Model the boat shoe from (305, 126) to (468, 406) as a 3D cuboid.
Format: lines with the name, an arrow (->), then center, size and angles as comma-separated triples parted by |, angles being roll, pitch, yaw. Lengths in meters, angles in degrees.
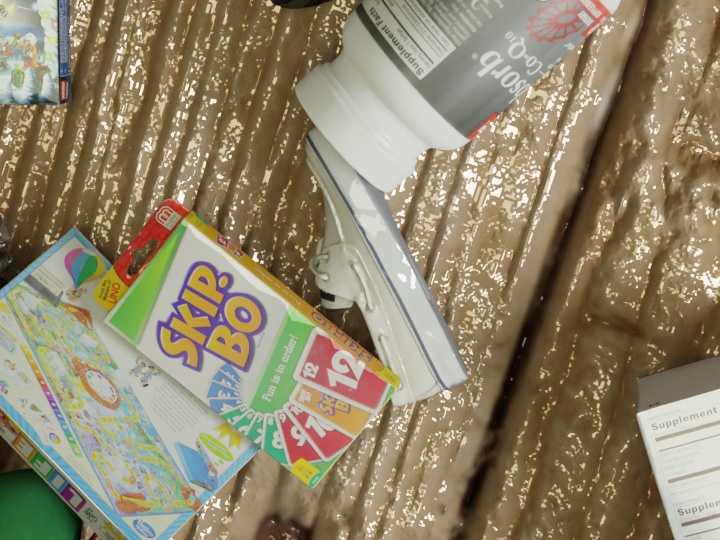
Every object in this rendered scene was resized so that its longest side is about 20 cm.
boat shoe -> 0.000, 0.000, 1.499 | 0.070, 0.071, 0.200 | -26, 102, 6

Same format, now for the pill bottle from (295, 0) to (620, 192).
pill bottle -> 0.061, -0.151, 1.443 | 0.200, 0.116, 0.116 | -42, 93, 11

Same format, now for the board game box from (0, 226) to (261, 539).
board game box -> -0.173, 0.086, 1.498 | 0.200, 0.034, 0.134 | 46, 58, 1

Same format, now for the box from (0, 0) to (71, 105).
box -> -0.298, -0.182, 1.513 | 0.199, 0.040, 0.137 | 0, 98, 6

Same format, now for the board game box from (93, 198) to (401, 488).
board game box -> -0.079, 0.048, 1.485 | 0.200, 0.030, 0.096 | 39, 107, -1

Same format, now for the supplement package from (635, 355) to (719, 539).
supplement package -> 0.262, 0.161, 1.471 | 0.109, 0.114, 0.200 | -16, 97, 9

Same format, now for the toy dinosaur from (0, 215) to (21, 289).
toy dinosaur -> -0.284, 0.012, 1.495 | 0.102, 0.200, 0.077 | -41, 106, -27

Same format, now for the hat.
hat -> -0.203, 0.159, 1.480 | 0.166, 0.200, 0.176 | 41, 116, -19

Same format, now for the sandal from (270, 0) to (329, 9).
sandal -> 0.021, -0.239, 1.465 | 0.200, 0.082, 0.055 | -29, 73, 16
